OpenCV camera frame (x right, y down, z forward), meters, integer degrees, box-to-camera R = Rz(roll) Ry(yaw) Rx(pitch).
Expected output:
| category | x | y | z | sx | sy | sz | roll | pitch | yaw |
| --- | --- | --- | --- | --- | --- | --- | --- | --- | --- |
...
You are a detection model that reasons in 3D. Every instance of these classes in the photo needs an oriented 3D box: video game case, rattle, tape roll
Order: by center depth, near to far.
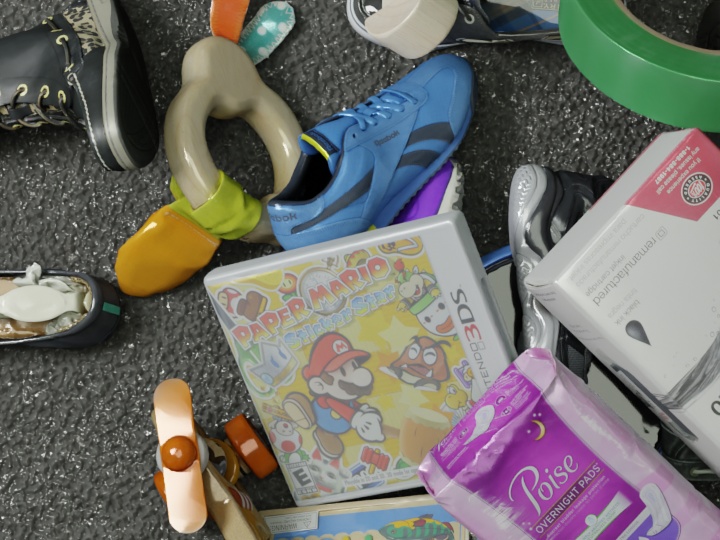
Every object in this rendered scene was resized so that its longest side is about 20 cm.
| category | x | y | z | sx | sy | sz | roll | pitch | yaw |
| --- | --- | --- | --- | --- | --- | --- | --- | --- | --- |
| video game case | 0.011 | 0.064 | 1.622 | 0.200 | 0.023 | 0.182 | -13 | 107 | 30 |
| tape roll | 0.235 | -0.177 | 1.623 | 0.200 | 0.048 | 0.201 | 3 | 46 | -3 |
| rattle | -0.112 | -0.098 | 1.719 | 0.130 | 0.143 | 0.200 | -1 | 67 | -29 |

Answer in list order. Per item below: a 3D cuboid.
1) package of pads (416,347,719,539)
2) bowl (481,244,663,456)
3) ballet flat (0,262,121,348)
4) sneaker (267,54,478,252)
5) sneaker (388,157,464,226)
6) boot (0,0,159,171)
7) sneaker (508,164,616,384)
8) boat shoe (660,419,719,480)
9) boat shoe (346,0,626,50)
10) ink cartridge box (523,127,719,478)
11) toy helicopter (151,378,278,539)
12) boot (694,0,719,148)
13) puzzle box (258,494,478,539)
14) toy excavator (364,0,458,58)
| category | x | y | z | sx | sy | sz | roll | pitch | yaw |
| --- | --- | --- | --- | --- | --- | --- | --- | --- | --- |
| package of pads | 0.148 | 0.157 | 1.561 | 0.200 | 0.076 | 0.121 | 43 | 92 | -14 |
| bowl | 0.135 | 0.075 | 1.686 | 0.200 | 0.039 | 0.201 | 0 | 85 | 2 |
| ballet flat | -0.270 | 0.025 | 1.696 | 0.200 | 0.073 | 0.073 | -1 | 85 | 3 |
| sneaker | 0.009 | -0.089 | 1.661 | 0.200 | 0.066 | 0.078 | -51 | 127 | -22 |
| sneaker | 0.000 | 0.000 | 1.684 | 0.099 | 0.070 | 0.200 | 25 | 86 | 7 |
| boot | -0.224 | -0.111 | 1.661 | 0.154 | 0.204 | 0.074 | -21 | 126 | 5 |
| sneaker | 0.163 | 0.024 | 1.632 | 0.114 | 0.075 | 0.200 | -5 | 87 | -1 |
| boat shoe | 0.300 | 0.111 | 1.664 | 0.200 | 0.072 | 0.071 | 1 | 118 | -8 |
| boat shoe | 0.089 | -0.189 | 1.697 | 0.200 | 0.066 | 0.070 | 6 | 85 | 3 |
| ink cartridge box | 0.231 | 0.026 | 1.568 | 0.200 | 0.085 | 0.146 | 44 | 83 | -8 |
| toy helicopter | -0.090 | 0.157 | 1.611 | 0.079 | 0.132 | 0.200 | -34 | 47 | 0 |
| boot | 0.309 | -0.095 | 1.689 | 0.138 | 0.077 | 0.200 | 4 | 74 | -17 |
| puzzle box | 0.022 | 0.216 | 1.632 | 0.200 | 0.025 | 0.133 | -8 | 53 | 13 |
| toy excavator | 0.060 | -0.265 | 1.669 | 0.100 | 0.195 | 0.200 | 28 | 111 | -35 |
